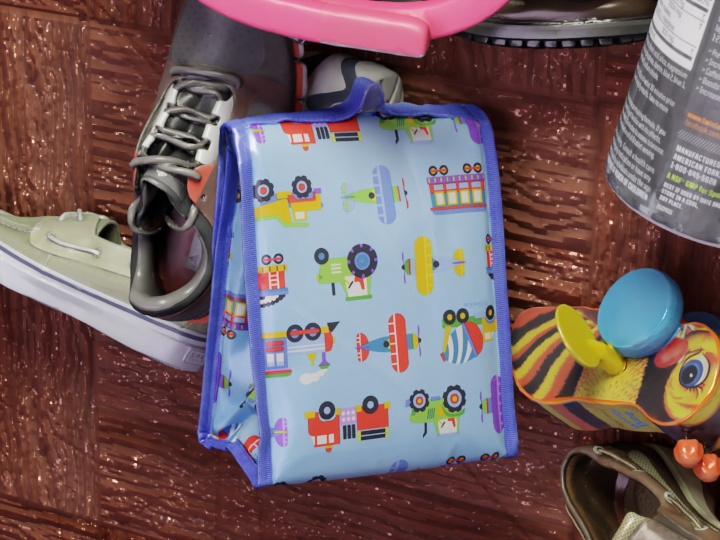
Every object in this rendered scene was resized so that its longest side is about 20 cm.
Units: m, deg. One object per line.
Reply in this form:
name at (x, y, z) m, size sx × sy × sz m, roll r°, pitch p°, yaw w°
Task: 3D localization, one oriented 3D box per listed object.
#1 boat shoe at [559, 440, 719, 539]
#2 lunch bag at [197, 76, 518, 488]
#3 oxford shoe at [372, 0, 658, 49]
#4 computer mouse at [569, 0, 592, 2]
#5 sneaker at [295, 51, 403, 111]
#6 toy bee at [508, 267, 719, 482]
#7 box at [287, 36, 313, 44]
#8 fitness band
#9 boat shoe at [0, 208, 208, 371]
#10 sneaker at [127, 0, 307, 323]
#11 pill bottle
boat shoe at (0.154, 0.152, 1.072) m, size 0.075 × 0.075 × 0.202 m, roll -66°, pitch 26°, yaw 15°
lunch bag at (0.000, 0.000, 1.117) m, size 0.094 × 0.150 × 0.200 m, roll -154°, pitch 63°, yaw -62°
oxford shoe at (0.066, -0.160, 1.092) m, size 0.200 × 0.073 × 0.085 m, roll 16°, pitch 106°, yaw 23°
computer mouse at (0.061, -0.214, 1.025) m, size 0.059 × 0.034 × 0.200 m, roll -31°, pitch 103°, yaw 18°
sneaker at (-0.057, -0.034, 1.204) m, size 0.129 × 0.079 × 0.200 m, roll 20°, pitch 115°, yaw 26°
toy bee at (0.151, 0.053, 1.076) m, size 0.131 × 0.109 × 0.200 m, roll 24°, pitch 150°, yaw -19°
box at (-0.036, -0.239, 1.067) m, size 0.160 × 0.044 × 0.200 m, roll 35°, pitch 102°, yaw 5°
fitness band at (-0.008, -0.181, 1.016) m, size 0.200 × 0.037 × 0.144 m, roll 11°, pitch 110°, yaw 6°
boat shoe at (-0.166, -0.004, 1.296) m, size 0.200 × 0.072 × 0.062 m, roll 25°, pitch 93°, yaw 18°
sneaker at (-0.082, -0.064, 1.119) m, size 0.077 × 0.082 × 0.200 m, roll 11°, pitch 101°, yaw 20°
pill bottle at (0.193, -0.118, 1.007) m, size 0.106 × 0.106 × 0.200 m, roll 27°, pitch 119°, yaw 21°
